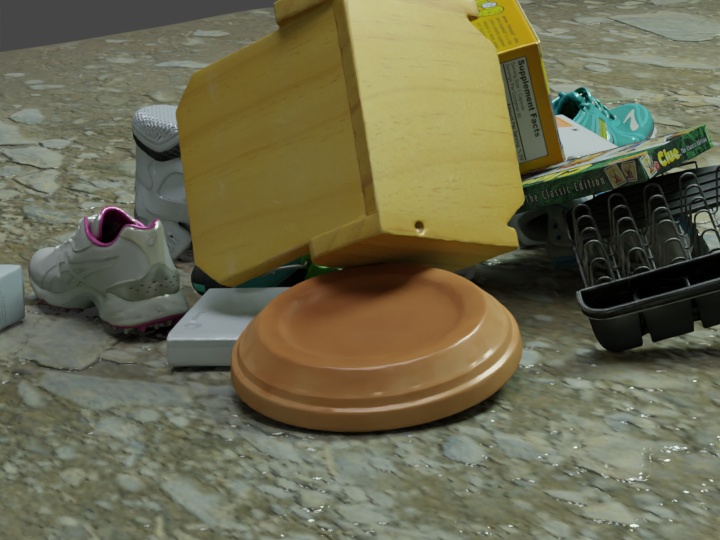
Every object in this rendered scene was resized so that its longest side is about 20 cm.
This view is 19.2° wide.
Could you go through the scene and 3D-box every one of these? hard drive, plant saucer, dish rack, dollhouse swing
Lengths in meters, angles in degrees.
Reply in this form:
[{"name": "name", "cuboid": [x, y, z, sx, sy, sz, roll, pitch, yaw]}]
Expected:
[{"name": "hard drive", "cuboid": [-0.029, 0.040, 1.546, 0.198, 0.027, 0.132, -1, 15, 11]}, {"name": "plant saucer", "cuboid": [0.009, 0.045, 1.429, 0.198, 0.038, 0.201, -4, 25, 2]}, {"name": "dish rack", "cuboid": [0.221, -0.024, 1.531, 0.152, 0.055, 0.201, -15, 34, 4]}, {"name": "dollhouse swing", "cuboid": [-0.011, -0.084, 1.565, 0.180, 0.202, 0.175, 6, -25, -37]}]

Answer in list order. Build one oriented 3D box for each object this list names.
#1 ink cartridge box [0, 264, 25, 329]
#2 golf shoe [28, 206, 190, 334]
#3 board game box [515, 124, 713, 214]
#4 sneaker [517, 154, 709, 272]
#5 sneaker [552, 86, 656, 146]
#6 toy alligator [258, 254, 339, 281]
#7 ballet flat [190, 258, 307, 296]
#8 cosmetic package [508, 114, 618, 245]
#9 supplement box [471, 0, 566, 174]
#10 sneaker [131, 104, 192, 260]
[{"name": "ink cartridge box", "cuboid": [-0.374, 0.036, 1.608, 0.159, 0.048, 0.200, 3, 14, 25]}, {"name": "golf shoe", "cuboid": [-0.199, -0.010, 1.655, 0.075, 0.092, 0.199, -17, 18, -35]}, {"name": "board game box", "cuboid": [0.162, -0.070, 1.632, 0.199, 0.024, 0.105, -13, 11, 40]}, {"name": "sneaker", "cuboid": [0.196, -0.022, 1.670, 0.086, 0.075, 0.200, -38, 30, -15]}, {"name": "sneaker", "cuboid": [0.219, -0.137, 2.039, 0.077, 0.080, 0.199, 8, 19, 40]}, {"name": "toy alligator", "cuboid": [0.000, 0.000, 1.641, 0.199, 0.059, 0.055, -12, 58, -31]}, {"name": "ballet flat", "cuboid": [-0.058, -0.019, 1.706, 0.199, 0.069, 0.068, -18, 8, -42]}, {"name": "cosmetic package", "cuboid": [0.162, -0.082, 1.863, 0.100, 0.072, 0.200, -7, 16, -11]}, {"name": "supplement box", "cuboid": [0.047, -0.126, 1.671, 0.198, 0.110, 0.110, -16, 31, 0]}, {"name": "sneaker", "cuboid": [-0.114, -0.061, 1.806, 0.199, 0.116, 0.075, 22, 25, 25]}]
